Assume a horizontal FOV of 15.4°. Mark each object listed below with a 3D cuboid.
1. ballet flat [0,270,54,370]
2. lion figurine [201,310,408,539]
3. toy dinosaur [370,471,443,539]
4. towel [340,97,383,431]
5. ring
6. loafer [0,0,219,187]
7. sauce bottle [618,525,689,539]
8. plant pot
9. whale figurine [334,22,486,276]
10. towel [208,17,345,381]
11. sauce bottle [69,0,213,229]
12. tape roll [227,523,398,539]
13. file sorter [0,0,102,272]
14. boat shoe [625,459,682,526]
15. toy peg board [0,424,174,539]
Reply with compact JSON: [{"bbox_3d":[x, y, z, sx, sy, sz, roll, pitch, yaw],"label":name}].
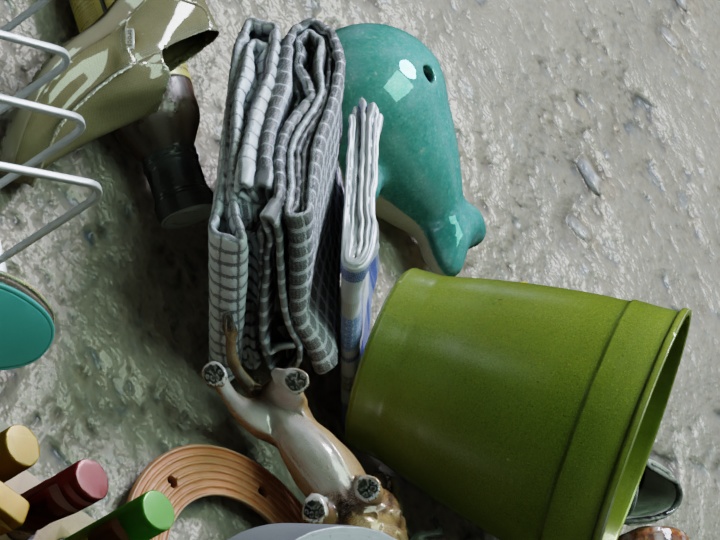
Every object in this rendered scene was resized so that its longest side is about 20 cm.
[{"bbox_3d":[-0.263,0.017,1.558,0.200,0.071,0.071,6,60,-52],"label":"ballet flat"},{"bbox_3d":[-0.032,0.122,1.723,0.200,0.072,0.122,61,-1,15],"label":"lion figurine"},{"bbox_3d":[0.075,0.211,1.767,0.088,0.048,0.200,-3,38,-42],"label":"toy dinosaur"},{"bbox_3d":[0.000,0.000,1.815,0.024,0.200,0.147,3,52,1],"label":"towel"},{"bbox_3d":[-0.079,0.205,1.683,0.200,0.019,0.201,30,44,-35],"label":"ring"},{"bbox_3d":[-0.160,-0.123,1.722,0.067,0.076,0.200,37,64,3],"label":"loafer"},{"bbox_3d":[0.227,0.289,1.969,0.066,0.066,0.200,23,51,-41],"label":"sauce bottle"},{"bbox_3d":[0.098,0.090,1.794,0.193,0.201,0.200,19,36,11],"label":"plant pot"},{"bbox_3d":[0.035,-0.094,1.972,0.200,0.104,0.159,53,34,-9],"label":"whale figurine"},{"bbox_3d":[-0.051,-0.044,1.765,0.085,0.166,0.200,4,48,1],"label":"towel"},{"bbox_3d":[-0.147,-0.125,1.804,0.065,0.065,0.200,2,66,-51],"label":"sauce bottle"},{"bbox_3d":[-0.028,0.253,1.604,0.200,0.066,0.201,4,83,-39],"label":"tape roll"},{"bbox_3d":[-0.254,-0.115,1.607,0.139,0.124,0.200,10,57,-49],"label":"file sorter"},{"bbox_3d":[0.173,0.151,1.946,0.200,0.064,0.071,9,101,-56],"label":"boat shoe"},{"bbox_3d":[-0.203,0.165,1.487,0.199,0.098,0.200,40,38,-26],"label":"toy peg board"}]
